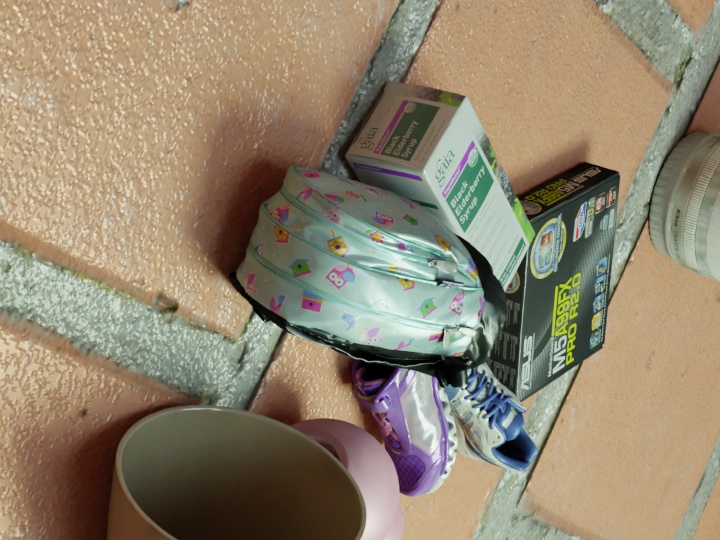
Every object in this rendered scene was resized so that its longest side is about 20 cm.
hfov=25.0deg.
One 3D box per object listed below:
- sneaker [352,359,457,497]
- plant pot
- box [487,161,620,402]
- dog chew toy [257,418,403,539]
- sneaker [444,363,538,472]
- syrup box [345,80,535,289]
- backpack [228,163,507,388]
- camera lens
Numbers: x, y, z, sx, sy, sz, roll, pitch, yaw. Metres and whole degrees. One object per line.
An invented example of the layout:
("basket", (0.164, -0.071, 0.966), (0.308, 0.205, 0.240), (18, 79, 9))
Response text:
("sneaker", (0.032, 0.108, 1.413), (0.088, 0.080, 0.200), (-19, 117, -40))
("plant pot", (-0.115, 0.236, 1.211), (0.187, 0.187, 0.200), (-15, 133, -49))
("box", (0.187, 0.011, 1.592), (0.160, 0.044, 0.200), (-27, 128, -44))
("dog chew toy", (-0.020, 0.208, 1.358), (0.125, 0.124, 0.200), (-53, 150, -21))
("sneaker", (0.113, 0.115, 1.510), (0.075, 0.088, 0.200), (-53, 141, -19))
("syrup box", (0.070, -0.062, 1.362), (0.079, 0.081, 0.200), (-61, 146, -22))
("backpack", (0.000, 0.000, 1.250), (0.200, 0.167, 0.127), (15, 100, -40))
("camera lens", (0.434, -0.057, 1.752), (0.160, 0.200, 0.160), (-29, 129, -42))
